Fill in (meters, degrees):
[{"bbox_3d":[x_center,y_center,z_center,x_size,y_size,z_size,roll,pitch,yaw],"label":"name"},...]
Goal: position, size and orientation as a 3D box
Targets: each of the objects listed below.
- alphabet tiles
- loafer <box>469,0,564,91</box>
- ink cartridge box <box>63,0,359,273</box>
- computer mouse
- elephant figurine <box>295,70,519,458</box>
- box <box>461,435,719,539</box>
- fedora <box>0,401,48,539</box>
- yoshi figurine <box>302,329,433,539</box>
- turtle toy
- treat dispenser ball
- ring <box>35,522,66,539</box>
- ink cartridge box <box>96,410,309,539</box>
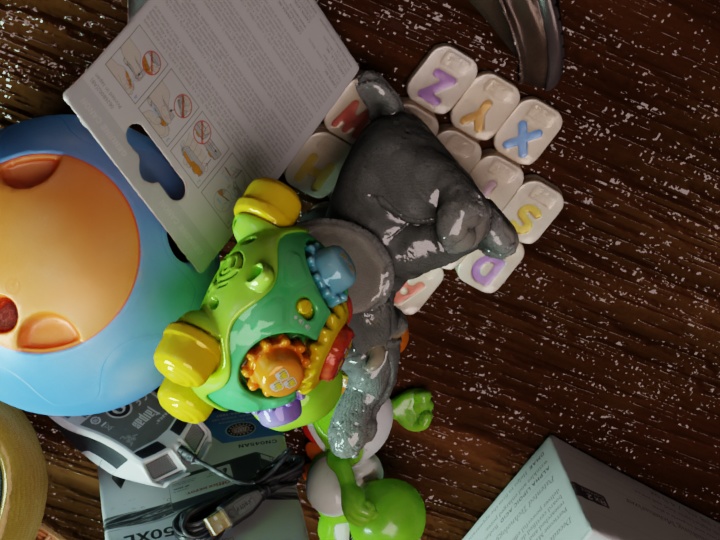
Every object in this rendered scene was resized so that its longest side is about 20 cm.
[{"bbox_3d":[0.048,-0.062,1.504,0.200,0.015,0.196,29,112,-26],"label":"alphabet tiles"},{"bbox_3d":[0.089,-0.210,1.398,0.071,0.073,0.200,-14,118,9],"label":"loafer"},{"bbox_3d":[-0.102,-0.123,1.350,0.200,0.050,0.162,-53,125,-26],"label":"ink cartridge box"},{"bbox_3d":[-0.146,0.128,1.497,0.110,0.200,0.044,-40,147,-35],"label":"computer mouse"},{"bbox_3d":[0.000,0.000,1.439,0.200,0.155,0.142,-41,144,6],"label":"elephant figurine"},{"bbox_3d":[0.182,0.273,1.666,0.199,0.131,0.200,28,112,-25],"label":"box"},{"bbox_3d":[-0.318,0.153,1.451,0.201,0.082,0.201,-9,110,-25],"label":"fedora"},{"bbox_3d":[0.011,0.138,1.566,0.112,0.112,0.200,-8,125,-14],"label":"yoshi figurine"},{"bbox_3d":[-0.056,0.042,1.329,0.101,0.146,0.200,25,159,7],"label":"turtle toy"},{"bbox_3d":[-0.194,-0.003,1.380,0.201,0.201,0.201,-5,122,-8],"label":"treat dispenser ball"},{"bbox_3d":[-0.272,0.243,1.561,0.200,0.019,0.200,14,134,16],"label":"ring"},{"bbox_3d":[-0.113,0.194,1.516,0.145,0.200,0.084,-10,123,-6],"label":"ink cartridge box"}]
